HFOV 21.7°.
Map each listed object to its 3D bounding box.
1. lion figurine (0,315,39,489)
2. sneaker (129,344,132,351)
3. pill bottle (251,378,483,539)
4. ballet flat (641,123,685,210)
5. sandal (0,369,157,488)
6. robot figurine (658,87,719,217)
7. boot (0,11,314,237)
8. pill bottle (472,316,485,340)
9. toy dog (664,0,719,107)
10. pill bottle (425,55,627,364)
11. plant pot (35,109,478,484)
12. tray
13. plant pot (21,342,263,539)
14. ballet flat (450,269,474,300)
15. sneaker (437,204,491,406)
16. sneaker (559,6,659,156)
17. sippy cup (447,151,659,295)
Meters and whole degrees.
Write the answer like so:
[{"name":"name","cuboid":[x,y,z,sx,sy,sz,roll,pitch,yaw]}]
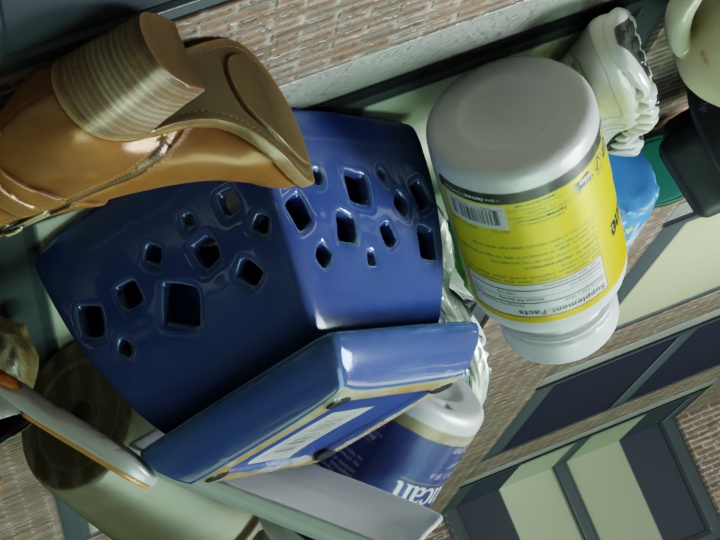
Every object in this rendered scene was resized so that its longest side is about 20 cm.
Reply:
[{"name":"lion figurine","cuboid":[-0.313,0.100,1.283,0.198,0.073,0.123,-15,131,-8]},{"name":"sneaker","cuboid":[-0.111,0.073,1.344,0.075,0.091,0.201,-13,136,21]},{"name":"pill bottle","cuboid":[-0.006,0.154,1.343,0.111,0.111,0.201,2,123,-60]},{"name":"ballet flat","cuboid":[0.225,-0.078,1.557,0.199,0.068,0.062,-28,-167,31]},{"name":"sandal","cuboid":[-0.226,0.097,1.181,0.060,0.205,0.079,-58,168,-8]},{"name":"robot figurine","cuboid":[0.322,-0.121,1.401,0.199,0.152,0.125,-29,143,24]},{"name":"boot","cuboid":[-0.124,-0.057,1.003,0.154,0.077,0.200,-31,162,20]},{"name":"pill bottle","cuboid":[0.008,0.098,1.620,0.200,0.114,0.114,-47,159,17]},{"name":"toy dog","cuboid":[0.312,-0.174,1.220,0.199,0.141,0.193,-30,128,32]},{"name":"pill bottle","cuboid":[0.116,-0.034,1.241,0.111,0.113,0.201,-22,135,-3]},{"name":"plant pot","cuboid":[-0.054,0.023,1.201,0.199,0.181,0.199,-32,164,30]},{"name":"tray","cuboid":[-0.050,0.147,1.239,0.107,0.198,0.022,-19,127,-74]},{"name":"plant pot","cuboid":[-0.164,0.133,1.456,0.199,0.202,0.173,-30,149,25]},{"name":"ballet flat","cuboid":[0.099,-0.002,1.613,0.069,0.070,0.200,-28,161,18]},{"name":"sneaker","cuboid":[0.032,0.036,1.400,0.086,0.202,0.077,-29,-154,-19]},{"name":"sneaker","cuboid":[0.153,-0.115,1.263,0.080,0.076,0.200,-14,165,-1]},{"name":"sippy cup","cuboid":[0.153,-0.042,1.417,0.138,0.179,0.131,20,136,-18]}]
